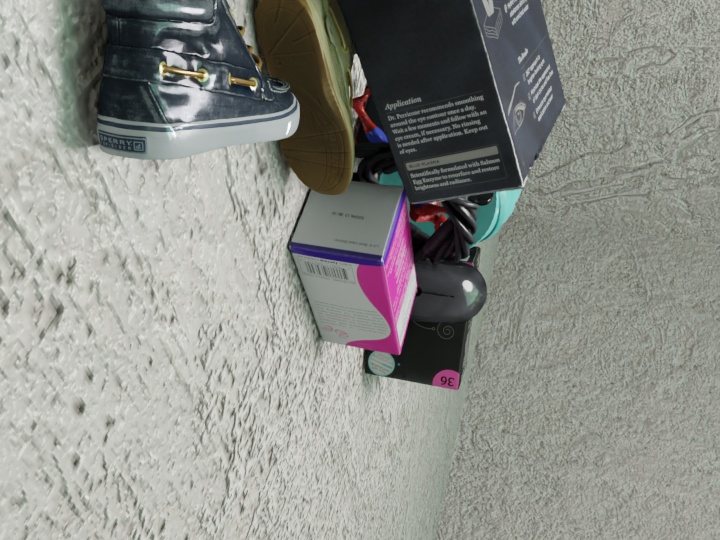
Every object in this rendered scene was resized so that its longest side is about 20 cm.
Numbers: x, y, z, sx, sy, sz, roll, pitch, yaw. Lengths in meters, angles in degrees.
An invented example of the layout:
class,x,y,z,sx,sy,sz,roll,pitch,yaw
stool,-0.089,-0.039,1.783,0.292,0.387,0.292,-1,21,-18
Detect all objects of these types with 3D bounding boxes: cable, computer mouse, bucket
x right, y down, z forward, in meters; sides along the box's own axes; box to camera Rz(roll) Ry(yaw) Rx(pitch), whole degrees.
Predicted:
class,x,y,z,sx,sy,sz,roll,pitch,yaw
cable,0.058,-0.069,0.833,0.051,0.200,0.164,-38,117,-22
computer mouse,0.090,0.035,1.018,0.053,0.199,0.139,-151,-117,-72
bucket,0.131,-0.124,1.095,0.135,0.206,0.208,-42,139,-61

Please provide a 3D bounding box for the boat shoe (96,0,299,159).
class,x,y,z,sx,sy,sz,roll,pitch,yaw
boat shoe,-0.089,-0.130,0.471,0.200,0.070,0.091,-43,143,-65

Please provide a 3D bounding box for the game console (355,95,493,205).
class,x,y,z,sx,sy,sz,roll,pitch,yaw
game console,0.100,-0.196,0.966,0.031,0.199,0.178,-38,-146,61

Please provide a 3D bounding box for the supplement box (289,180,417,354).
class,x,y,z,sx,sy,sz,roll,pitch,yaw
supplement box,0.000,0.000,0.835,0.200,0.101,0.104,79,25,-54

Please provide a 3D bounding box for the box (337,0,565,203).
class,x,y,z,sx,sy,sz,roll,pitch,yaw
box,0.097,-0.199,0.689,0.197,0.117,0.201,-53,129,-49

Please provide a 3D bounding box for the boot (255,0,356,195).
class,x,y,z,sx,sy,sz,roll,pitch,yaw
boot,-0.025,-0.188,0.686,0.156,0.072,0.201,-65,150,-43

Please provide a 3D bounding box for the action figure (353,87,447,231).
class,x,y,z,sx,sy,sz,roll,pitch,yaw
action figure,0.073,-0.129,0.875,0.065,0.099,0.201,-43,113,-35

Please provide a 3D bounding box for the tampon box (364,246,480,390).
class,x,y,z,sx,sy,sz,roll,pitch,yaw
tampon box,0.099,0.062,1.155,0.126,0.149,0.201,-40,136,-71
